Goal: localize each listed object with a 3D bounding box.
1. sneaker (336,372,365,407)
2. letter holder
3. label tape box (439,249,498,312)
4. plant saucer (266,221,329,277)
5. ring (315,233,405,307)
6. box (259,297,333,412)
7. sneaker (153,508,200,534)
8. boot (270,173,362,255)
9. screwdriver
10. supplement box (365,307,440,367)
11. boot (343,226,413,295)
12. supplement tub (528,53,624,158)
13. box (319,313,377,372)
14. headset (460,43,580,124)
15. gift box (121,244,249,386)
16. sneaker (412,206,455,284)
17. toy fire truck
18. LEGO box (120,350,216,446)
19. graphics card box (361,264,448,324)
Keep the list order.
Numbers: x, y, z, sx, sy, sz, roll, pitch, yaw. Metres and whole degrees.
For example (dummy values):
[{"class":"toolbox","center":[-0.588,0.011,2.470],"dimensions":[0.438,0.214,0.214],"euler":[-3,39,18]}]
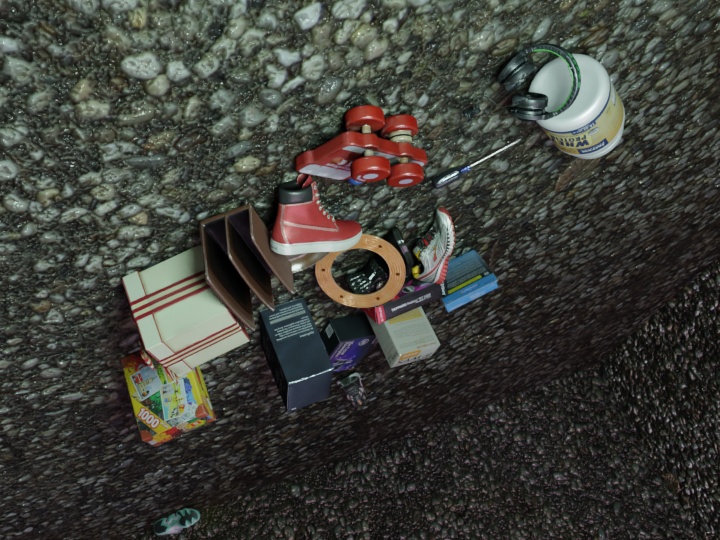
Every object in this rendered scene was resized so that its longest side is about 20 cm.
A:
[{"class":"sneaker","center":[-0.015,0.404,2.299],"dimensions":[0.080,0.086,0.200],"euler":[-29,154,4]},{"class":"letter holder","center":[-0.200,0.004,1.258],"dimensions":[0.100,0.142,0.200],"euler":[-18,144,8]},{"class":"label tape box","center":[0.263,0.038,1.739],"dimensions":[0.144,0.200,0.063],"euler":[-27,115,3]},{"class":"plant saucer","center":[-0.137,-0.056,1.387],"dimensions":[0.200,0.032,0.200],"euler":[-20,154,-10]},{"class":"ring","center":[0.000,0.000,1.519],"dimensions":[0.200,0.019,0.201],"euler":[3,127,4]},{"class":"box","center":[-0.158,0.207,1.668],"dimensions":[0.117,0.200,0.197],"euler":[-17,154,-16]},{"class":"sneaker","center":[-0.749,1.051,2.884],"dimensions":[0.199,0.078,0.140],"euler":[-17,156,3]},{"class":"boot","center":[-0.070,-0.111,1.272],"dimensions":[0.200,0.072,0.145],"euler":[-9,118,-40]},{"class":"screwdriver","center":[0.241,-0.218,1.414],"dimensions":[0.200,0.029,0.028],"euler":[-23,155,8]},{"class":"supplement box","center":[0.100,0.135,1.762],"dimensions":[0.126,0.200,0.074],"euler":[-10,151,-28]},{"class":"boot","center":[0.037,-0.008,1.576],"dimensions":[0.157,0.080,0.211],"euler":[-23,155,-5]},{"class":"supplement tub","center":[0.410,-0.299,1.288],"dimensions":[0.144,0.145,0.200],"euler":[-36,152,21]},{"class":"box","center":[-0.049,0.205,1.908],"dimensions":[0.141,0.079,0.200],"euler":[-11,151,-34]},{"class":"headset","center":[0.272,-0.306,1.179],"dimensions":[0.200,0.124,0.094],"euler":[-15,-168,38]},{"class":"gift box","center":[-0.334,0.095,1.320],"dimensions":[0.186,0.185,0.200],"euler":[-24,148,-6]},{"class":"sneaker","center":[0.166,-0.053,1.576],"dimensions":[0.082,0.078,0.200],"euler":[3,123,-9]},{"class":"toy fire truck","center":[0.008,-0.195,1.193],"dimensions":[0.200,0.113,0.168],"euler":[3,167,-44]},{"class":"LEGO box","center":[-0.429,0.266,1.535],"dimensions":[0.149,0.200,0.077],"euler":[-24,155,-3]},{"class":"graphics card box","center":[0.099,0.053,1.683],"dimensions":[0.200,0.125,0.051],"euler":[-20,116,-17]}]
